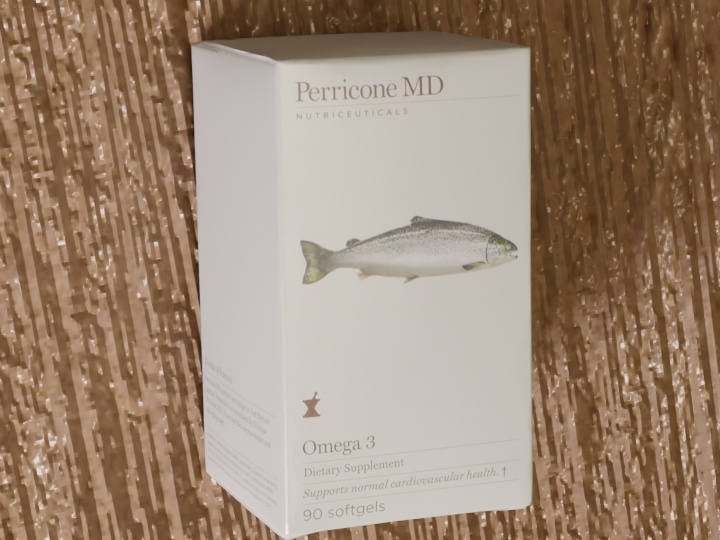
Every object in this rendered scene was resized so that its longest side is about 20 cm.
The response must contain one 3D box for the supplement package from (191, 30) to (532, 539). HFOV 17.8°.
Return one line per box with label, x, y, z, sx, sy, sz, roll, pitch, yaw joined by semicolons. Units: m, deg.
supplement package;0.000;0.000;0.993;0.117;0.117;0.200;-5;101;-20
